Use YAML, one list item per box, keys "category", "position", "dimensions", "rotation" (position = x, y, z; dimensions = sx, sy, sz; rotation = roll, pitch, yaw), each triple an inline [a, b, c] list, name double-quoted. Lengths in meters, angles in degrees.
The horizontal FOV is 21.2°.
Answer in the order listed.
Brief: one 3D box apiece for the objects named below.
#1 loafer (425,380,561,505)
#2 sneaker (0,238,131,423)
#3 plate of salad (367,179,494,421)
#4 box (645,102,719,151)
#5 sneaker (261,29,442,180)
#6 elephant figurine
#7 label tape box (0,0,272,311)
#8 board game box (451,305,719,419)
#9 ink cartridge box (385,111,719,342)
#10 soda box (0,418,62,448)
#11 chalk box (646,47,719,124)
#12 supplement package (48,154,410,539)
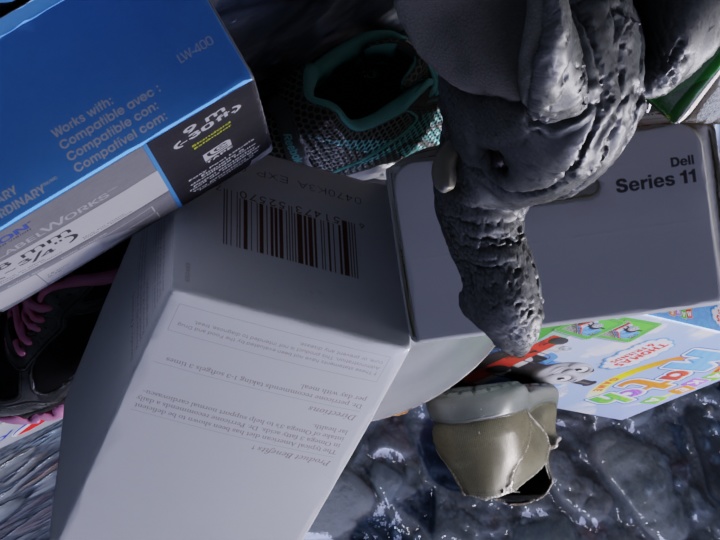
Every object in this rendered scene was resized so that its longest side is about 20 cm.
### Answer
- category: "loafer"
  position: [0.077, 0.103, 1.118]
  dimensions: [0.075, 0.070, 0.200]
  rotation: [-8, 174, 14]
- category: "sneaker"
  position: [-0.153, 0.011, 1.019]
  dimensions: [0.200, 0.079, 0.095]
  rotation: [-35, 149, 24]
- category: "plate of salad"
  position: [0.000, 0.000, 1.078]
  dimensions: [0.200, 0.200, 0.048]
  rotation: [-31, 145, -1]
- category: "box"
  position: [0.184, -0.129, 1.101]
  dimensions: [0.200, 0.086, 0.164]
  rotation: [-25, 142, -42]
- category: "sneaker"
  position: [0.020, -0.092, 1.017]
  dimensions: [0.200, 0.078, 0.091]
  rotation: [-27, 167, -39]
- category: "elephant figurine"
  position: [0.062, -0.092, 0.687]
  dimensions: [0.141, 0.200, 0.155]
  rotation: [-30, 172, -4]
- category: "label tape box"
  position: [-0.116, -0.055, 0.755]
  dimensions: [0.144, 0.063, 0.200]
  rotation: [-31, 173, -4]
- category: "board game box"
  position: [0.139, 0.041, 1.155]
  dimensions: [0.200, 0.037, 0.151]
  rotation: [12, 153, -37]
- category: "ink cartridge box"
  position: [0.095, -0.026, 0.917]
  dimensions: [0.146, 0.083, 0.200]
  rotation: [-8, -175, 8]
- category: "soda box"
  position: [-0.234, 0.076, 1.122]
  dimensions: [0.200, 0.063, 0.068]
  rotation: [-25, 169, -38]
- category: "chalk box"
  position: [0.159, -0.172, 0.772]
  dimensions: [0.200, 0.124, 0.124]
  rotation: [-52, 164, 17]
- category: "supplement package"
  position: [-0.067, 0.052, 0.931]
  dimensions: [0.117, 0.117, 0.200]
  rotation: [15, 130, -17]
